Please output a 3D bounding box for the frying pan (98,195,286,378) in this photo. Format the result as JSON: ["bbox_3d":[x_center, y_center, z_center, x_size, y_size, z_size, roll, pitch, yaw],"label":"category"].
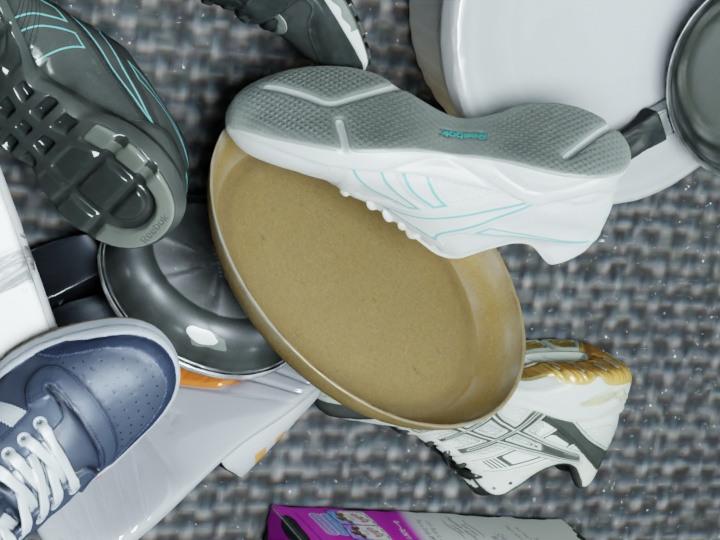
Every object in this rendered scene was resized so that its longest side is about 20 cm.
[{"bbox_3d":[-0.043,0.019,0.980,0.189,0.115,0.031,24,131,-12],"label":"frying pan"}]

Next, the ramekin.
[{"bbox_3d":[0.118,-0.142,1.027,0.201,0.094,0.204,-8,109,-23],"label":"ramekin"}]

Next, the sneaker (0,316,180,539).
[{"bbox_3d":[-0.158,0.097,0.802,0.199,0.109,0.070,-29,113,-5],"label":"sneaker"}]

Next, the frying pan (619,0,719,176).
[{"bbox_3d":[0.185,-0.076,1.007,0.190,0.031,0.115,-45,114,7],"label":"frying pan"}]

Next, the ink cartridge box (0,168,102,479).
[{"bbox_3d":[-0.217,0.016,0.865,0.145,0.085,0.201,-19,112,-9],"label":"ink cartridge box"}]

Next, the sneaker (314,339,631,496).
[{"bbox_3d":[0.062,0.088,1.080,0.199,0.076,0.088,4,108,-24],"label":"sneaker"}]

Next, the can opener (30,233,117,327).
[{"bbox_3d":[-0.200,0.062,0.964,0.199,0.079,0.063,-33,155,-10],"label":"can opener"}]

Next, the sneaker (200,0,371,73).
[{"bbox_3d":[-0.075,-0.162,0.954,0.087,0.076,0.200,-35,114,4],"label":"sneaker"}]

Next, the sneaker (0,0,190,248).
[{"bbox_3d":[-0.160,-0.095,0.927,0.075,0.079,0.200,-38,103,27],"label":"sneaker"}]

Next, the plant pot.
[{"bbox_3d":[0.000,0.000,0.980,0.199,0.201,0.027,23,131,-29],"label":"plant pot"}]

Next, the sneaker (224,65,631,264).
[{"bbox_3d":[0.028,-0.045,0.951,0.199,0.071,0.081,12,133,3],"label":"sneaker"}]

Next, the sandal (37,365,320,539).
[{"bbox_3d":[-0.092,0.083,1.000,0.206,0.079,0.059,-41,159,-31],"label":"sandal"}]

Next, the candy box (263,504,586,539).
[{"bbox_3d":[0.057,0.187,1.072,0.199,0.136,0.061,6,104,-26],"label":"candy box"}]
